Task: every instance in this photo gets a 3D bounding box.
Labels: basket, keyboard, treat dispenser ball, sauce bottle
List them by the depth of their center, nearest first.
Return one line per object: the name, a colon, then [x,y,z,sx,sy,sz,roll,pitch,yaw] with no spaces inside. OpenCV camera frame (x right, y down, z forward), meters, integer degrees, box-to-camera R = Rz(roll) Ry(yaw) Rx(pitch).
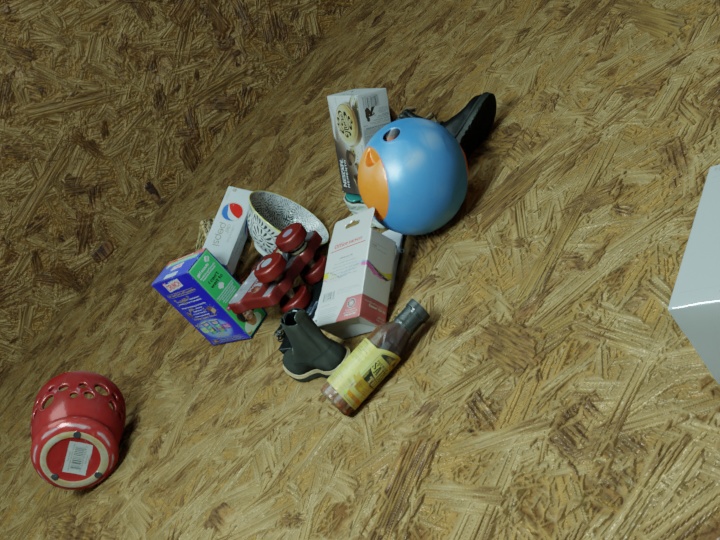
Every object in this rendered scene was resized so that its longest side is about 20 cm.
sauce bottle: [0.025,0.128,1.280,0.200,0.066,0.066,-47,23,-4]
treat dispenser ball: [0.093,-0.165,1.486,0.199,0.201,0.202,-35,25,19]
keyboard: [-0.103,0.081,1.629,0.125,0.021,0.202,-12,38,42]
basket: [-0.297,-0.029,1.973,0.146,0.145,0.201,-12,-21,-22]

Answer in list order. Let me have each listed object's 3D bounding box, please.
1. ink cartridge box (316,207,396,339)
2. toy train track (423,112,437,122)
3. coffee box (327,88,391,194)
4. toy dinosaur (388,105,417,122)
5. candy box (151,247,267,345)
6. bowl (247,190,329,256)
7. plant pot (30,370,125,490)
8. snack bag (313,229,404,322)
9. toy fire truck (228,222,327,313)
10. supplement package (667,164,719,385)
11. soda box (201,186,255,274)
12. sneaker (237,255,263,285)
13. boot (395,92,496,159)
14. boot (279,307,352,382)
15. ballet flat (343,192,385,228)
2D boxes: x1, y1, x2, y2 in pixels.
ink cartridge box: [-0.004,0.005,1.453,0.115,0.067,0.204,-17,56,46]
toy train track: [0.156,-0.309,1.834,0.114,0.033,0.201,-37,23,17]
coffee box: [0.007,-0.260,1.708,0.079,0.204,0.112,-19,20,-30]
toy dinosaur: [0.068,-0.260,1.755,0.201,0.084,0.138,86,-161,-63]
candy box: [-0.322,0.060,1.792,0.167,0.200,0.078,-13,37,49]
bowl: [-0.175,-0.079,1.842,0.095,0.198,0.202,-59,18,21]
plant pot: [-0.604,0.344,1.787,0.200,0.201,0.183,-40,26,8]
snack bag: [0.000,0.000,1.572,0.186,0.021,0.202,-25,31,30]
toy fire truck: [-0.165,0.000,1.681,0.166,0.113,0.202,-8,39,44]
supplement package: [0.400,-0.007,0.821,0.120,0.120,0.202,-14,38,47]
soda box: [-0.286,-0.083,1.842,0.064,0.067,0.203,90,-166,-58]
sneaker: [-0.221,0.034,1.848,0.112,0.077,0.200,-45,14,9]
boot: [0.155,-0.282,1.643,0.156,0.080,0.212,27,70,32]
boot: [-0.103,0.115,1.421,0.198,0.138,0.078,-12,38,53]
ballet flat: [0.013,-0.123,1.721,0.069,0.070,0.200,-45,22,-5]
